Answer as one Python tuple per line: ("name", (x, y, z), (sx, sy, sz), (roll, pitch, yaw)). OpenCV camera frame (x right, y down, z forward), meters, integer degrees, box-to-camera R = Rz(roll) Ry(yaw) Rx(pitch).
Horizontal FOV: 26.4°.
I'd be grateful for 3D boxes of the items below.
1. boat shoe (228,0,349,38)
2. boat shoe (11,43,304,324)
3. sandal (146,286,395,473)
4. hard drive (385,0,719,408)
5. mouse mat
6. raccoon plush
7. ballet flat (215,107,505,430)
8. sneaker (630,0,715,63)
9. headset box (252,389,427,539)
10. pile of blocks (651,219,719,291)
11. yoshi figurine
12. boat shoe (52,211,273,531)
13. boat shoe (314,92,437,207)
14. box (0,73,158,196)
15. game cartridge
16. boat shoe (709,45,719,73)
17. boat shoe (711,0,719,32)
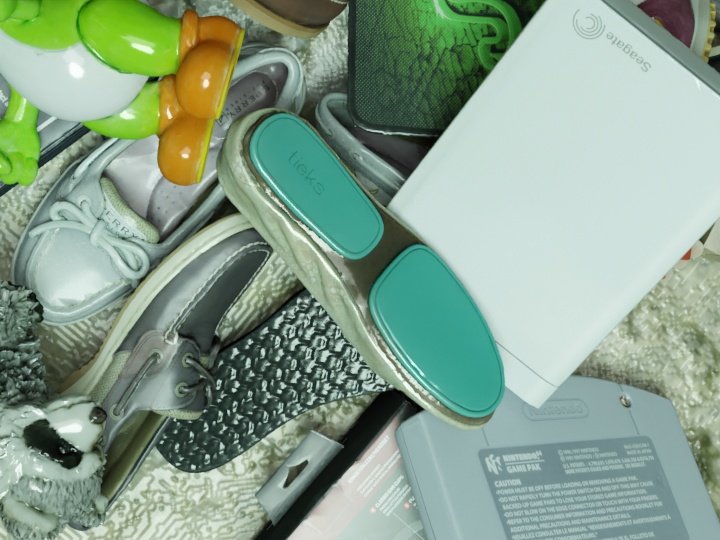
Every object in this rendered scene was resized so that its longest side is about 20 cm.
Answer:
("boat shoe", (-0.056, -0.175, 0.784), (0.070, 0.200, 0.071), (-39, 67, 22))
("boat shoe", (-0.111, -0.049, 0.836), (0.202, 0.065, 0.074), (-40, 96, -2))
("sandal", (-0.030, 0.047, 0.874), (0.200, 0.048, 0.076), (-25, 94, 8))
("hard drive", (0.099, -0.036, 0.775), (0.132, 0.027, 0.200), (39, 122, 1))
("mouse mat", (0.073, -0.160, 0.850), (0.160, 0.008, 0.201), (3, 67, -7))
("raccoon plush", (-0.212, 0.091, 0.805), (0.097, 0.200, 0.134), (-18, 86, -49))
("ballet flat", (0.000, 0.000, 0.792), (0.067, 0.062, 0.200), (-41, 96, -30))
("sneaker", (0.142, -0.144, 0.819), (0.090, 0.075, 0.201), (10, 62, 5))
("headset box", (0.030, 0.174, 0.869), (0.200, 0.077, 0.149), (41, 87, -7))
("pile of blocks", (0.139, -0.011, 0.880), (0.200, 0.062, 0.082), (-27, 96, -5))
("yoshi figurine", (-0.161, -0.093, 0.697), (0.199, 0.112, 0.113), (17, 98, -7))
("boat shoe", (-0.108, 0.057, 0.827), (0.065, 0.072, 0.200), (45, 101, 19))
("boat shoe", (0.067, -0.043, 0.837), (0.201, 0.065, 0.075), (22, 60, 12))
("box", (-0.238, -0.123, 0.794), (0.198, 0.123, 0.200), (-36, 99, -4))
("game cartridge", (0.111, 0.122, 0.835), (0.200, 0.040, 0.134), (2, 64, -38))
("boat shoe", (0.196, -0.094, 0.872), (0.201, 0.074, 0.063), (-8, 74, -1))
("boat shoe", (0.294, -0.166, 0.887), (0.199, 0.076, 0.072), (6, 90, -9))
